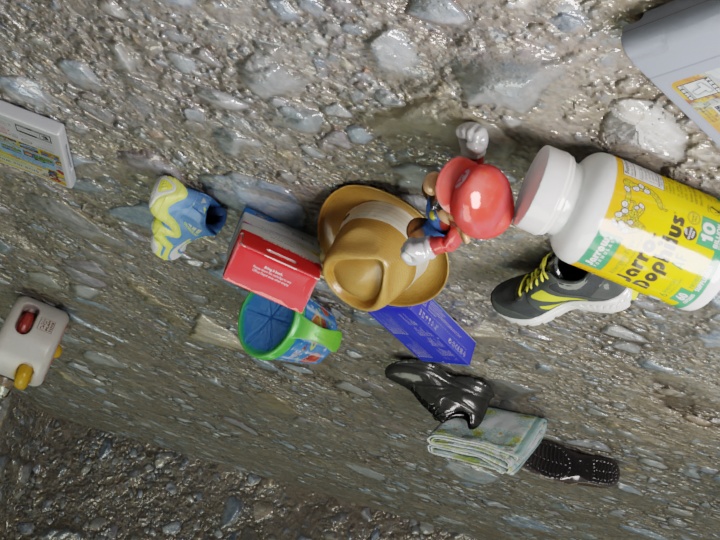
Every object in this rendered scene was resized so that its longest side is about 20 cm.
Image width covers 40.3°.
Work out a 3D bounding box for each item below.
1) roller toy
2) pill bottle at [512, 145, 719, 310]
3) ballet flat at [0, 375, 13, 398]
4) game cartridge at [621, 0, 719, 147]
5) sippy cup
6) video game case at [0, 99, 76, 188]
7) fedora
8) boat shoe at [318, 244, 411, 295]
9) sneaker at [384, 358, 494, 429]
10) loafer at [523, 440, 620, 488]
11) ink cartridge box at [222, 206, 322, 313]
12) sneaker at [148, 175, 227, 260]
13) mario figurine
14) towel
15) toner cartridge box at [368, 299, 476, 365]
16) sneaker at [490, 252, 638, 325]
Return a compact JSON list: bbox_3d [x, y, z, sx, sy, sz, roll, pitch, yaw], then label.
[{"bbox_3d":[-0.749,0.164,2.237,0.138,0.185,0.200,23,-176,-12],"label":"roller toy"},{"bbox_3d":[0.255,-0.047,0.956,0.198,0.114,0.113,22,159,-5],"label":"pill bottle"},{"bbox_3d":[-1.251,0.414,3.441,0.067,0.068,0.200,22,158,-8],"label":"ballet flat"},{"bbox_3d":[0.316,-0.148,0.769,0.199,0.042,0.132,32,160,-29],"label":"game cartridge"},{"bbox_3d":[-0.110,0.092,1.604,0.140,0.179,0.130,-43,140,18],"label":"sippy cup"},{"bbox_3d":[-0.507,-0.195,1.391,0.197,0.023,0.182,20,159,-4],"label":"video game case"},{"bbox_3d":[0.013,-0.011,1.220,0.198,0.082,0.202,21,139,20],"label":"fedora"},{"bbox_3d":[0.000,0.000,1.359,0.198,0.063,0.073,-1,151,43],"label":"boat shoe"},{"bbox_3d":[0.133,0.218,1.731,0.197,0.092,0.076,17,161,9],"label":"sneaker"},{"bbox_3d":[0.407,0.393,1.935,0.197,0.074,0.071,15,158,12],"label":"loafer"},{"bbox_3d":[-0.116,-0.012,1.292,0.115,0.068,0.200,24,-167,-10],"label":"ink cartridge box"},{"bbox_3d":[-0.247,-0.059,1.416,0.104,0.077,0.200,18,158,3],"label":"sneaker"},{"bbox_3d":[0.085,-0.078,1.014,0.105,0.125,0.200,-15,179,-11],"label":"mario figurine"},{"bbox_3d":[0.229,0.295,1.765,0.169,0.049,0.199,12,-163,25],"label":"towel"},{"bbox_3d":[0.091,0.083,1.507,0.094,0.044,0.200,4,153,37],"label":"toner cartridge box"},{"bbox_3d":[0.235,0.009,1.184,0.198,0.075,0.085,-13,137,40],"label":"sneaker"}]
